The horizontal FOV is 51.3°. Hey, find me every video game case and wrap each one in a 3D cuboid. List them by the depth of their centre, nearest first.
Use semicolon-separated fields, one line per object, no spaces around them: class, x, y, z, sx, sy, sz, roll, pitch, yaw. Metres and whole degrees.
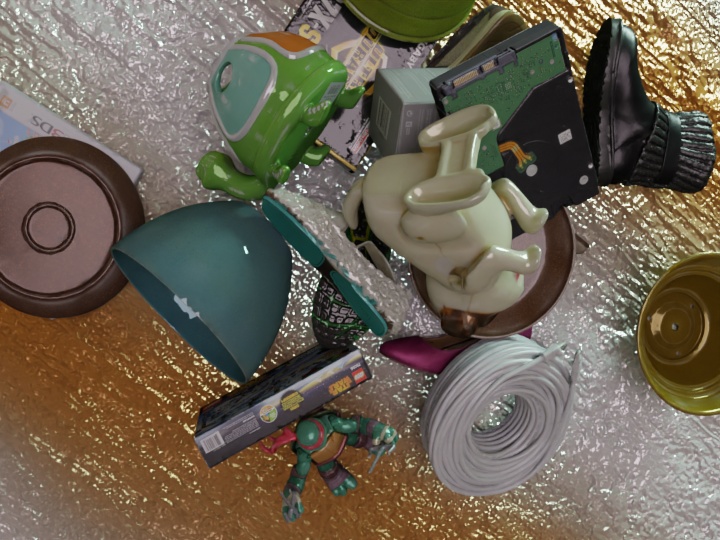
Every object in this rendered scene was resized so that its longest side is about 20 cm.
video game case;-0.374;-0.077;0.846;0.180;0.022;0.202;31;88;-10

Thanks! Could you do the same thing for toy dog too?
toy dog;0.092;-0.023;0.745;0.191;0.141;0.201;-19;128;20

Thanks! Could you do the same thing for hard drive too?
hard drive;0.165;-0.137;0.785;0.138;0.038;0.202;-28;124;-1

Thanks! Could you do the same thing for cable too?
cable;0.164;0.174;0.903;0.197;0.069;0.203;-10;117;-19

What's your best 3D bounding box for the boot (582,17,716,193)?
boot;0.363;-0.203;0.936;0.155;0.080;0.215;-1;104;-3

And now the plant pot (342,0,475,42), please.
plant pot;0.081;-0.381;0.791;0.197;0.193;0.204;5;76;-19

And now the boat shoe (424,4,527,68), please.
boat shoe;0.112;-0.233;0.901;0.199;0.065;0.073;-42;129;11

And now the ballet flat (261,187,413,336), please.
ballet flat;-0.020;-0.018;0.790;0.072;0.072;0.200;-42;97;-5

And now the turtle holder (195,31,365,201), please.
turtle holder;-0.096;-0.167;0.801;0.131;0.186;0.141;38;51;4

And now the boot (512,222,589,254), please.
boot;0.168;-0.025;0.928;0.198;0.070;0.148;31;94;-9

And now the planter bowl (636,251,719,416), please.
planter bowl;0.425;0.077;0.965;0.196;0.083;0.205;-1;93;-9

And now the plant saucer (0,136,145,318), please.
plant saucer;-0.339;-0.047;0.827;0.196;0.034;0.204;-1;93;-11

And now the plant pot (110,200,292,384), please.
plant pot;-0.151;0.003;0.814;0.200;0.200;0.135;46;70;-9

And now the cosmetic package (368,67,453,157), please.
cosmetic package;0.118;-0.172;0.837;0.196;0.107;0.091;-2;124;-16

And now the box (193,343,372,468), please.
box;-0.090;0.141;0.852;0.198;0.137;0.040;-28;98;-7

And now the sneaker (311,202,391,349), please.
sneaker;0.000;0.000;0.866;0.077;0.085;0.203;24;70;-3

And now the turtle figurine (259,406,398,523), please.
turtle figurine;-0.030;0.202;0.838;0.148;0.200;0.102;-32;69;4

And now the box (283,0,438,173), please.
box;-0.018;-0.244;0.885;0.159;0.049;0.202;34;88;-8

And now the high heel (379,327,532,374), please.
high heel;0.119;0.075;0.918;0.197;0.067;0.098;6;103;-25

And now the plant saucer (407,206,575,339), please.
plant saucer;0.149;-0.024;0.873;0.196;0.037;0.205;-1;98;-4
